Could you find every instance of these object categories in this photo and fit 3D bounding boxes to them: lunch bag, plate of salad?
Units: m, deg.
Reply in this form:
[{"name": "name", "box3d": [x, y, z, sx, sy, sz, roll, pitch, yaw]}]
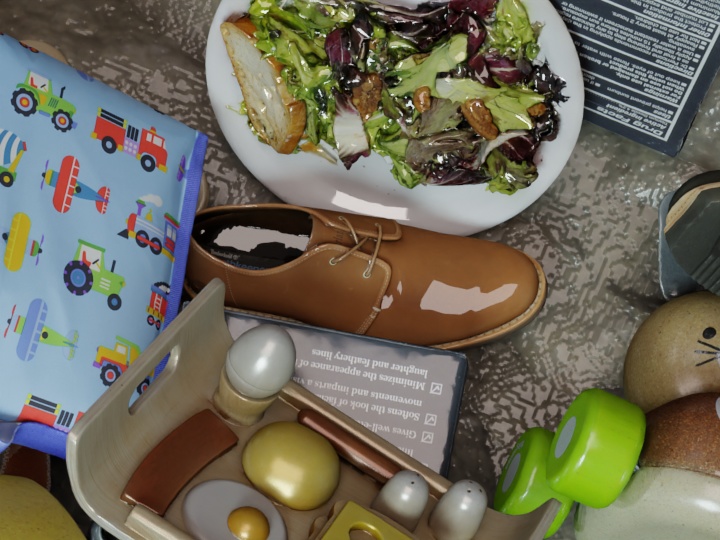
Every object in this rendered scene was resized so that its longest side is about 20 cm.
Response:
[{"name": "lunch bag", "box3d": [-0.163, 0.001, 1.021, 0.150, 0.094, 0.200, 26, 49, -32]}, {"name": "plate of salad", "box3d": [0.015, -0.089, 1.084, 0.200, 0.200, 0.048, 12, 39, 3]}]

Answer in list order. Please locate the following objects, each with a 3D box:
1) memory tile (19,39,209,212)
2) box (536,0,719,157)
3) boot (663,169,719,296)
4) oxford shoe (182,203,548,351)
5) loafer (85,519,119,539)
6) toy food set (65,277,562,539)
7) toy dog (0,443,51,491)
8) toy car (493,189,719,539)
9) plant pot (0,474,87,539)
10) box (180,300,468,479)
[{"name": "memory tile", "box3d": [-0.194, -0.017, 1.148, 0.153, 0.017, 0.200, 39, 82, 7]}, {"name": "box", "box3d": [0.113, -0.185, 1.078, 0.200, 0.198, 0.123, 24, 65, 4]}, {"name": "boot", "box3d": [0.212, -0.058, 1.080, 0.200, 0.077, 0.139, 7, 49, -40]}, {"name": "oxford shoe", "box3d": [0.000, 0.000, 1.105, 0.200, 0.071, 0.071, 3, 62, 3]}, {"name": "loafer", "box3d": [-0.036, 0.160, 0.976, 0.200, 0.070, 0.068, 22, 80, 5]}, {"name": "toy food set", "box3d": [-0.017, 0.095, 0.954, 0.200, 0.060, 0.144, 32, 38, 6]}, {"name": "toy dog", "box3d": [-0.213, 0.073, 1.055, 0.200, 0.096, 0.132, -41, 112, -13]}, {"name": "toy car", "box3d": [0.185, 0.060, 1.073, 0.164, 0.158, 0.200, 23, 68, -8]}, {"name": "plant pot", "box3d": [-0.195, 0.172, 0.968, 0.142, 0.200, 0.200, -26, 79, -29]}, {"name": "box", "box3d": [-0.036, 0.132, 1.072, 0.148, 0.107, 0.200, 11, 79, 2]}]
